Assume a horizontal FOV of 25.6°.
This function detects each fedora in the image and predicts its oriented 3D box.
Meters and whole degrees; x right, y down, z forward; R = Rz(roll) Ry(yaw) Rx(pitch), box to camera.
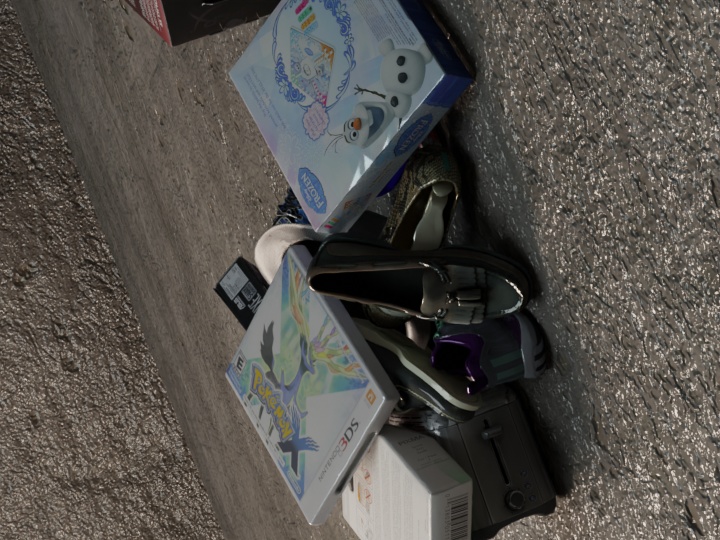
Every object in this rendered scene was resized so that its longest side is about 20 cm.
[{"bbox_3d":[0.000,0.000,1.595,0.199,0.090,0.177,39,147,0],"label":"fedora"}]

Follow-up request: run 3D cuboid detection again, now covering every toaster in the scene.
[{"bbox_3d":[0.101,0.182,1.532,0.200,0.113,0.130,167,86,-72],"label":"toaster"}]

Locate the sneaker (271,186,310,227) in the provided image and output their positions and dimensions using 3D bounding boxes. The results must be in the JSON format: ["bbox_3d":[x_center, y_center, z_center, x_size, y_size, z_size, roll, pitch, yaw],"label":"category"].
[{"bbox_3d":[-0.055,-0.071,1.759,0.078,0.088,0.202,35,143,60],"label":"sneaker"}]

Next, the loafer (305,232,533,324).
[{"bbox_3d":[0.048,0.016,1.379,0.063,0.198,0.073,-51,-35,-57],"label":"loafer"}]

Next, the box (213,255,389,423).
[{"bbox_3d":[-0.056,0.081,1.700,0.157,0.050,0.200,36,-173,-39],"label":"box"}]

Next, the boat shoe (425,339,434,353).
[{"bbox_3d":[0.034,0.070,1.677,0.201,0.072,0.063,56,-179,31],"label":"boat shoe"}]

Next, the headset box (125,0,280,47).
[{"bbox_3d":[-0.170,-0.320,1.720,0.200,0.147,0.076,-133,27,-54],"label":"headset box"}]

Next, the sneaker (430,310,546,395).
[{"bbox_3d":[0.087,0.047,1.451,0.200,0.087,0.075,41,148,58],"label":"sneaker"}]

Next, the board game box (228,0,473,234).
[{"bbox_3d":[-0.015,-0.173,1.412,0.199,0.043,0.201,-48,57,31],"label":"board game box"}]

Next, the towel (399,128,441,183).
[{"bbox_3d":[0.012,-0.183,1.515,0.202,0.030,0.146,68,164,2],"label":"towel"}]

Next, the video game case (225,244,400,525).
[{"bbox_3d":[-0.051,0.110,1.525,0.201,0.022,0.183,56,133,34],"label":"video game case"}]

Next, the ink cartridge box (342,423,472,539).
[{"bbox_3d":[0.040,0.218,1.497,0.200,0.050,0.162,-133,36,-54],"label":"ink cartridge box"}]

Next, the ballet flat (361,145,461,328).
[{"bbox_3d":[0.046,-0.015,1.444,0.076,0.067,0.201,-104,27,-56],"label":"ballet flat"}]

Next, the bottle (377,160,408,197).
[{"bbox_3d":[-0.027,-0.161,1.504,0.201,0.065,0.084,57,145,30],"label":"bottle"}]

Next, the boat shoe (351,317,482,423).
[{"bbox_3d":[0.043,0.105,1.476,0.200,0.071,0.068,28,99,53],"label":"boat shoe"}]

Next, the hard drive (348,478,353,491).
[{"bbox_3d":[-0.001,0.175,1.853,0.201,0.033,0.141,-91,-8,-57],"label":"hard drive"}]
